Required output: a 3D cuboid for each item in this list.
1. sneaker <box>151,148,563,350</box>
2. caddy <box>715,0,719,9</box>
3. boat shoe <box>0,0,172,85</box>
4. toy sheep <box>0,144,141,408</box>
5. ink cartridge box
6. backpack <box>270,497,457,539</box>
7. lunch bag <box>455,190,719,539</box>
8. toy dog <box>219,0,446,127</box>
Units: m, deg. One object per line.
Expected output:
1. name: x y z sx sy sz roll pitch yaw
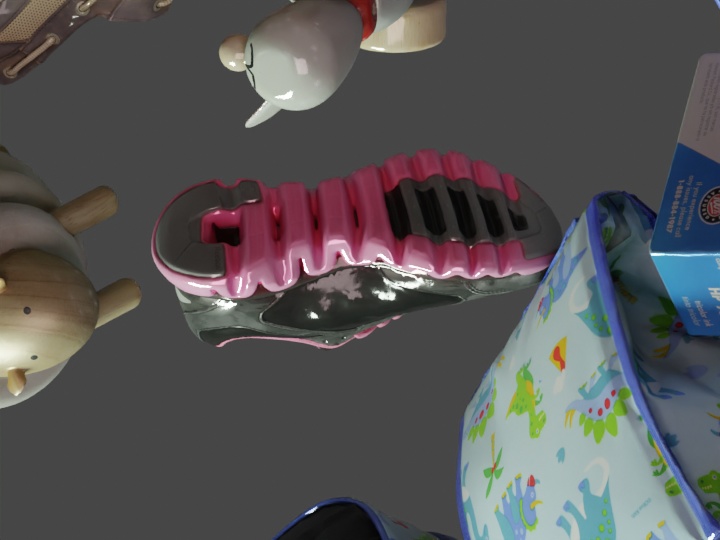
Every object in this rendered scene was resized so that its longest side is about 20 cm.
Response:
1. sneaker: 0.000 0.000 1.416 0.199 0.079 0.096 -3 139 2
2. caddy: 0.213 -0.165 1.264 0.141 0.105 0.200 0 137 34
3. boat shoe: -0.115 -0.155 1.333 0.199 0.075 0.073 -29 124 23
4. toy sheep: -0.192 0.001 1.360 0.137 0.199 0.139 -11 108 -39
5. ink cartridge box: 0.238 -0.034 1.253 0.199 0.117 0.067 1 144 26
6. backpack: -0.009 0.224 1.464 0.147 0.184 0.200 25 119 -37
7. lunch bag: 0.126 0.090 1.346 0.127 0.201 0.170 -4 140 -35
8. toy dog: -0.027 -0.130 1.291 0.096 0.200 0.133 2 93 17
